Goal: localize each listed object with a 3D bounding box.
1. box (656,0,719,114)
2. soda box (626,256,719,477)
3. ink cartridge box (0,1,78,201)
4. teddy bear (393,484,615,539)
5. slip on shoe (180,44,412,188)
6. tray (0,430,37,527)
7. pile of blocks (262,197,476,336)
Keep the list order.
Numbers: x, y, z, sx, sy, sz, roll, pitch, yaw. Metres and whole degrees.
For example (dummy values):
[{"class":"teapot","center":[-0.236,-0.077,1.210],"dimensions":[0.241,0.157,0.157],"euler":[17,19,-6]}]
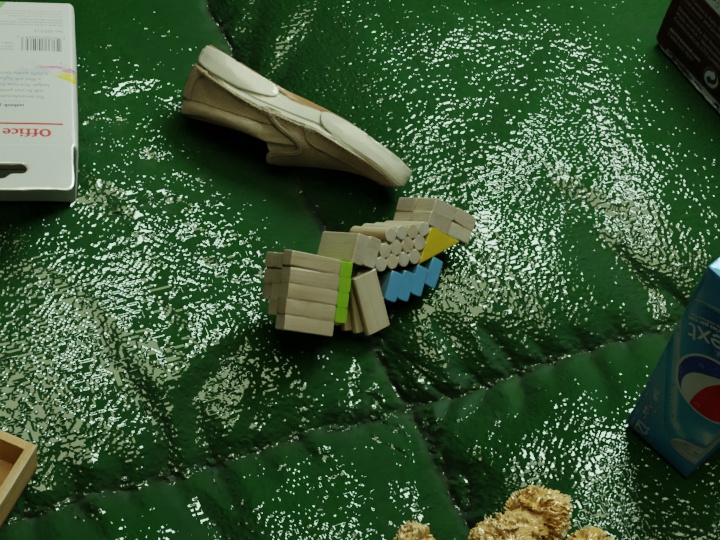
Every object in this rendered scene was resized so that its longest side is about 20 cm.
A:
[{"class":"box","center":[0.402,-0.233,1.423],"dimensions":[0.199,0.165,0.166],"euler":[-21,58,-25]},{"class":"soda box","center":[0.257,0.060,1.148],"dimensions":[0.068,0.201,0.064],"euler":[-35,65,-30]},{"class":"ink cartridge box","center":[-0.280,-0.118,1.271],"dimensions":[0.116,0.068,0.201],"euler":[0,52,-11]},{"class":"teddy bear","center":[0.089,0.213,1.085],"dimensions":[0.199,0.067,0.145],"euler":[-16,55,-22]},{"class":"slip on shoe","center":[-0.054,-0.110,1.315],"dimensions":[0.199,0.076,0.061],"euler":[30,93,3]},{"class":"tray","center":[-0.302,0.181,1.058],"dimensions":[0.098,0.037,0.201],"euler":[22,53,6]},{"class":"pile of blocks","center":[0.000,0.000,1.248],"dimensions":[0.199,0.083,0.062],"euler":[-21,16,-35]}]
